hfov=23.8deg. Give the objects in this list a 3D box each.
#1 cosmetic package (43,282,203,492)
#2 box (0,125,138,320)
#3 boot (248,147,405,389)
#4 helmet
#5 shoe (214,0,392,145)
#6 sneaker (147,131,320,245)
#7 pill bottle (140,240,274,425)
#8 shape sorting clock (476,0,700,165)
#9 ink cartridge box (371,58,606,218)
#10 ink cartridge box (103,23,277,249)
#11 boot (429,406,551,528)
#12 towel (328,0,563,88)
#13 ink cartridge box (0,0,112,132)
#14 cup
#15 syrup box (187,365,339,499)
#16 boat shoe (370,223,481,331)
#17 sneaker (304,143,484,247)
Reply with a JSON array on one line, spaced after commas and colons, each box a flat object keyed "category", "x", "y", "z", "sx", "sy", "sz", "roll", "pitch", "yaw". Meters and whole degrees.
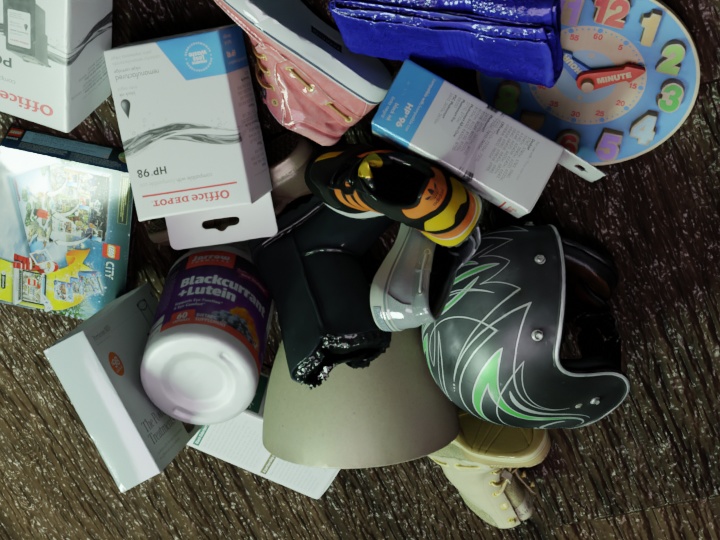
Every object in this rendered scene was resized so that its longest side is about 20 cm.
[{"category": "cosmetic package", "x": -0.216, "y": 0.107, "z": 1.644, "sx": 0.052, "sy": 0.200, "sz": 0.151, "roll": -28, "pitch": 96, "yaw": 15}, {"category": "box", "x": -0.295, "y": -0.041, "z": 1.716, "sx": 0.136, "sy": 0.038, "sz": 0.201, "roll": 12, "pitch": 128, "yaw": 0}, {"category": "boot", "x": 0.000, "y": 0.000, "z": 1.594, "sx": 0.200, "sy": 0.169, "sz": 0.076, "roll": -31, "pitch": 148, "yaw": 11}, {"category": "helmet", "x": 0.152, "y": 0.052, "z": 1.615, "sx": 0.190, "sy": 0.201, "sz": 0.200, "roll": 25, "pitch": 129, "yaw": -31}, {"category": "shoe", "x": -0.074, "y": -0.193, "z": 1.539, "sx": 0.200, "sy": 0.072, "sz": 0.091, "roll": 34, "pitch": 122, "yaw": -20}, {"category": "sneaker", "x": -0.115, "y": -0.059, "z": 1.652, "sx": 0.199, "sy": 0.071, "sz": 0.076, "roll": -25, "pitch": 125, "yaw": 27}, {"category": "pill bottle", "x": -0.142, "y": 0.045, "z": 1.651, "sx": 0.111, "sy": 0.200, "sz": 0.112, "roll": 3, "pitch": 125, "yaw": 4}, {"category": "shape sorting clock", "x": 0.203, "y": -0.173, "z": 1.527, "sx": 0.199, "sy": 0.039, "sz": 0.201, "roll": 5, "pitch": 128, "yaw": 6}, {"category": "ink cartridge box", "x": 0.111, "y": -0.105, "z": 1.517, "sx": 0.199, "sy": 0.116, "sz": 0.068, "roll": 30, "pitch": 91, "yaw": 2}, {"category": "ink cartridge box", "x": -0.153, "y": -0.116, "z": 1.567, "sx": 0.115, "sy": 0.067, "sz": 0.201, "roll": -8, "pitch": 101, "yaw": 15}, {"category": "boot", "x": 0.147, "y": 0.204, "z": 1.771, "sx": 0.199, "sy": 0.073, "sz": 0.156, "roll": 1, "pitch": 137, "yaw": 49}, {"category": "towel", "x": 0.073, "y": -0.202, "z": 1.449, "sx": 0.199, "sy": 0.050, "sz": 0.148, "roll": 11, "pitch": 165, "yaw": 12}, {"category": "ink cartridge box", "x": -0.302, "y": -0.239, "z": 1.519, "sx": 0.145, "sy": 0.083, "sz": 0.201, "roll": 18, "pitch": 129, "yaw": 13}, {"category": "cup", "x": -0.003, "y": 0.094, "z": 1.694, "sx": 0.199, "sy": 0.200, "sz": 0.144, "roll": -1, "pitch": 104, "yaw": 10}, {"category": "syrup box", "x": -0.112, "y": 0.156, "z": 1.811, "sx": 0.199, "sy": 0.079, "sz": 0.082, "roll": 25, "pitch": 128, "yaw": -9}, {"category": "boat shoe", "x": 0.074, "y": -0.022, "z": 1.554, "sx": 0.071, "sy": 0.201, "sz": 0.070, "roll": -1, "pitch": 134, "yaw": 30}, {"category": "sneaker", "x": 0.015, "y": -0.084, "z": 1.515, "sx": 0.200, "sy": 0.070, "sz": 0.090, "roll": 21, "pitch": 169, "yaw": 40}]
